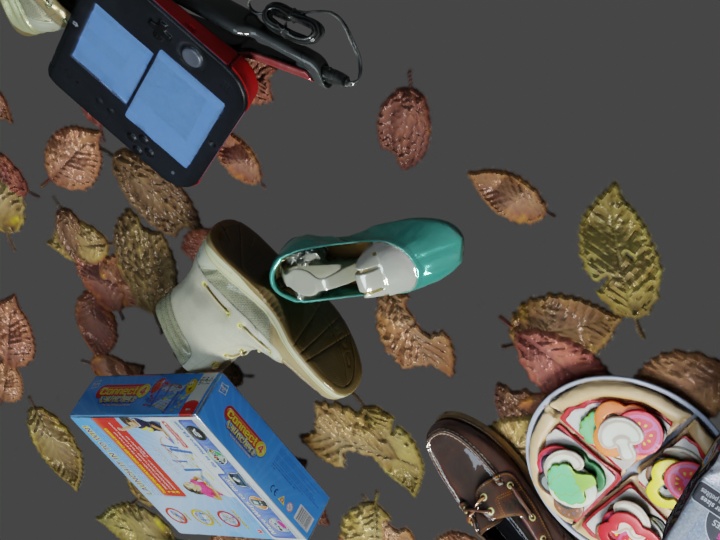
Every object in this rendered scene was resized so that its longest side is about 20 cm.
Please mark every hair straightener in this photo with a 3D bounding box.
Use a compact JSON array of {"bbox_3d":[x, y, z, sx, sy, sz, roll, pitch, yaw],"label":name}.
[{"bbox_3d":[-0.082,-0.205,1.375,0.198,0.041,0.078,27,133,21],"label":"hair straightener"}]

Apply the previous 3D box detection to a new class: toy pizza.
[{"bbox_3d":[0.235,0.182,1.440,0.198,0.032,0.202,15,125,22],"label":"toy pizza"}]

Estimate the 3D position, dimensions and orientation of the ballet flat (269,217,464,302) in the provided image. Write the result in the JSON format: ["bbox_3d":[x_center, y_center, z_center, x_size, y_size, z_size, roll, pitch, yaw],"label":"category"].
[{"bbox_3d":[0.000,0.000,1.449,0.198,0.070,0.068,-6,118,36],"label":"ballet flat"}]

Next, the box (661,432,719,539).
[{"bbox_3d":[0.349,0.224,1.306,0.199,0.132,0.116,31,100,11],"label":"box"}]

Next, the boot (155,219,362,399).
[{"bbox_3d":[-0.100,0.067,1.564,0.200,0.072,0.155,47,134,3],"label":"boot"}]

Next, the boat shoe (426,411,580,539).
[{"bbox_3d":[0.132,0.220,1.520,0.200,0.070,0.070,46,135,-1],"label":"boat shoe"}]

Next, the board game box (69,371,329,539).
[{"bbox_3d":[-0.162,0.189,1.658,0.194,0.056,0.201,-4,134,42],"label":"board game box"}]

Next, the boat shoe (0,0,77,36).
[{"bbox_3d":[-0.305,-0.301,1.440,0.062,0.073,0.202,-3,122,27],"label":"boat shoe"}]

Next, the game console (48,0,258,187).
[{"bbox_3d":[-0.186,-0.169,1.446,0.176,0.031,0.200,37,146,-5],"label":"game console"}]
